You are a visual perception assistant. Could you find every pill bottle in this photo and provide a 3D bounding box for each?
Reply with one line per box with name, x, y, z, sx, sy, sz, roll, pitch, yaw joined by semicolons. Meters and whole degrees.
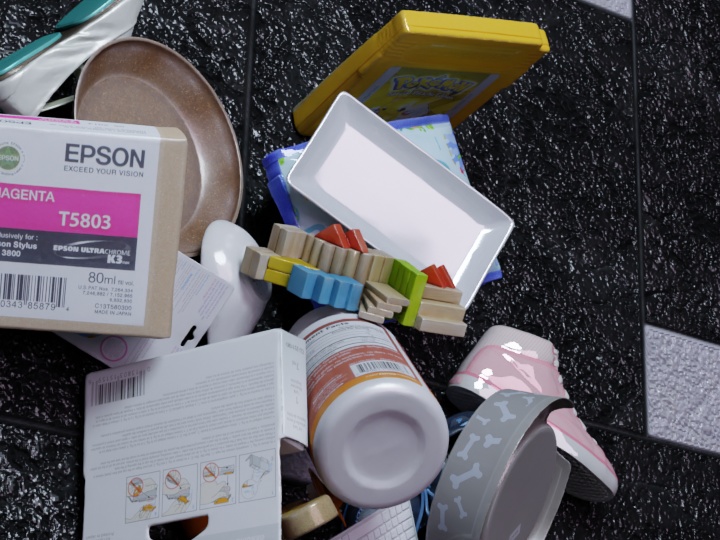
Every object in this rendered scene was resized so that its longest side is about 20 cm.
pill bottle;-0.004;0.105;1.554;0.111;0.200;0.113;-5;111;-13

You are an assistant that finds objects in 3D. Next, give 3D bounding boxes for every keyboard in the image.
keyboard;-0.015;0.248;1.575;0.199;0.011;0.057;-24;112;-48

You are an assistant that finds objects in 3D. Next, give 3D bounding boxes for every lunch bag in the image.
lunch bag;0.010;-0.039;1.723;0.199;0.127;0.171;-12;79;-47

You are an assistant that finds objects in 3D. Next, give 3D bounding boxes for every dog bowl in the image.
dog bowl;0.124;0.198;1.680;0.058;0.201;0.200;22;48;25

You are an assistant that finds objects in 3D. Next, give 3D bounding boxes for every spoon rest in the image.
spoon rest;-0.107;0.054;1.638;0.099;0.060;0.202;19;58;-66

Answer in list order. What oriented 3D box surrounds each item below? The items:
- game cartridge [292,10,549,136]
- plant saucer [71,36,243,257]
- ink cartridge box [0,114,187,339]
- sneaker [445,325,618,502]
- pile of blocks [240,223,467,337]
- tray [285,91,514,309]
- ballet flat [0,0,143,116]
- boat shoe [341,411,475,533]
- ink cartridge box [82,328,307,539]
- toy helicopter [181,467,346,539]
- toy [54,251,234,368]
game cartridge;0.058;-0.178;1.765;0.175;0.200;0.033;0;69;-34
plant saucer;-0.185;-0.104;1.648;0.200;0.036;0.202;26;54;-43
ink cartridge box;-0.244;-0.037;1.502;0.198;0.075;0.167;3;99;-12
sneaker;0.182;0.130;1.804;0.200;0.075;0.105;38;59;-11
pile of blocks;0.000;0.000;1.597;0.198;0.082;0.063;15;101;-4
tray;0.034;-0.058;1.664;0.199;0.022;0.108;36;64;-10
ballet flat;-0.250;-0.191;1.652;0.070;0.069;0.200;51;56;-7
boat shoe;0.058;0.181;1.701;0.084;0.069;0.200;50;53;-7
ink cartridge box;-0.134;0.151;1.502;0.043;0.198;0.175;29;54;-54
toy helicopter;-0.057;0.206;1.528;0.131;0.200;0.079;-23;86;-23
toy;-0.220;0.004;1.580;0.199;0.047;0.116;32;100;-18
